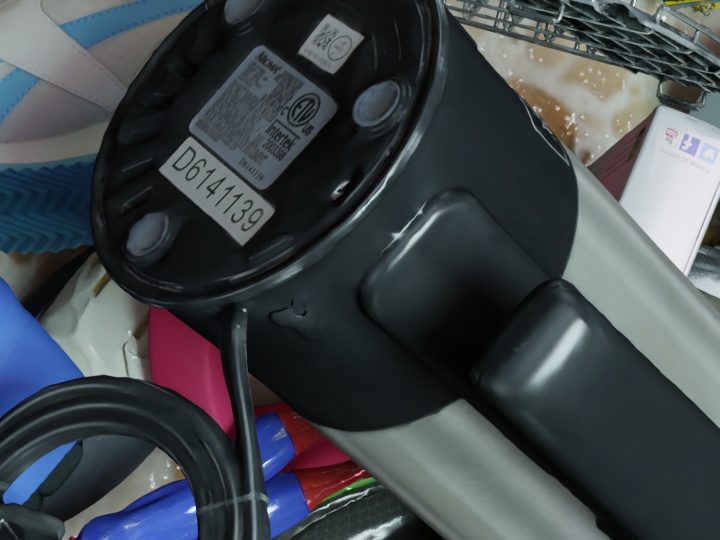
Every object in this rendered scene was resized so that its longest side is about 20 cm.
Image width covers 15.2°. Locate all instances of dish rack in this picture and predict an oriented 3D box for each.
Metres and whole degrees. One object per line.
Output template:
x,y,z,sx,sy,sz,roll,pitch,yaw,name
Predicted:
0.033,-0.108,0.893,0.153,0.199,0.055,16,93,-62,dish rack

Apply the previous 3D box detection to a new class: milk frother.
0.000,0.050,0.759,0.200,0.181,0.188,-37,130,12,milk frother

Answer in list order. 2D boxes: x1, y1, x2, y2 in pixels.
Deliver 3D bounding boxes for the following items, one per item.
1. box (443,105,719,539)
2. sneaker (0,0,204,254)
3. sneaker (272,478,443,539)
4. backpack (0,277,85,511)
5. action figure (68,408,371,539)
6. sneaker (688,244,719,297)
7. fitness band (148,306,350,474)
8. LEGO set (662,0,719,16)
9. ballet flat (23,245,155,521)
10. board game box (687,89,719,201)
0.070,0.048,0.972,0.036,0.144,0.201,25,82,-3,box
-0.100,-0.057,0.865,0.077,0.199,0.081,50,42,-58,sneaker
-0.027,0.152,0.949,0.200,0.084,0.077,-51,157,-9,sneaker
-0.188,0.044,0.795,0.168,0.200,0.163,46,72,-23,backpack
-0.065,0.109,0.855,0.199,0.099,0.065,-19,139,-6,action figure
0.200,0.036,1.097,0.199,0.075,0.082,4,105,-23,sneaker
0.000,0.000,0.942,0.200,0.037,0.144,-4,115,-55,fitness band
0.141,-0.130,0.989,0.154,0.200,0.116,-42,114,-43,LEGO set
-0.068,0.003,0.932,0.200,0.073,0.073,-48,113,-20,ballet flat
0.238,-0.010,1.037,0.147,0.064,0.200,-18,62,-34,board game box
